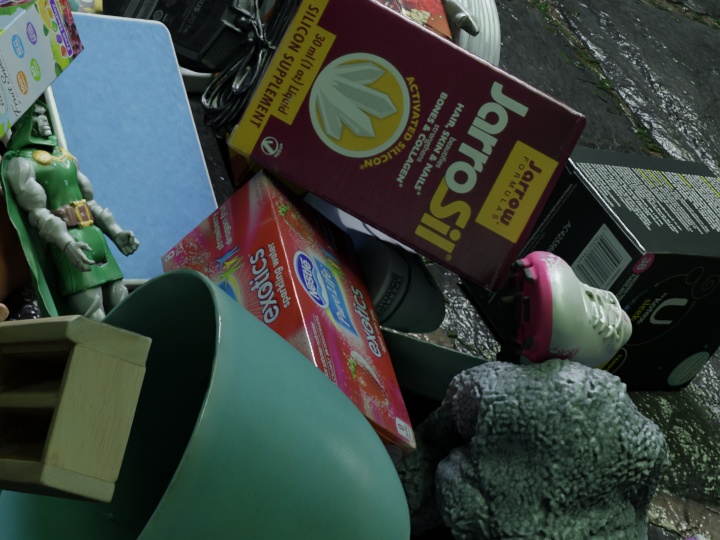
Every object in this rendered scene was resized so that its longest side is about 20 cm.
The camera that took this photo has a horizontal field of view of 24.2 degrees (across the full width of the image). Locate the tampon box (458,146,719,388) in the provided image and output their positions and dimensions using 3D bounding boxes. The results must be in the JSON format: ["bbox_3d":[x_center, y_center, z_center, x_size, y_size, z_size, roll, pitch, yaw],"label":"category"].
[{"bbox_3d":[0.213,0.001,1.354,0.198,0.150,0.127,3,42,-43],"label":"tampon box"}]

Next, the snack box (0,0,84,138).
[{"bbox_3d":[-0.280,-0.109,0.987,0.143,0.197,0.054,-70,146,-59],"label":"snack box"}]

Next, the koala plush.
[{"bbox_3d":[0.097,0.174,0.999,0.175,0.184,0.202,18,56,0],"label":"koala plush"}]

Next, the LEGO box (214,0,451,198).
[{"bbox_3d":[-0.029,-0.173,1.283,0.076,0.200,0.150,12,48,-32],"label":"LEGO box"}]

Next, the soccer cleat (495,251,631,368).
[{"bbox_3d":[0.135,0.028,1.071,0.085,0.071,0.200,0,-7,0],"label":"soccer cleat"}]

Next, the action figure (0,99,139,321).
[{"bbox_3d":[-0.167,-0.007,1.001,0.202,0.054,0.118,67,22,0],"label":"action figure"}]

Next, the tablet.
[{"bbox_3d":[-0.158,-0.084,1.157,0.129,0.014,0.202,-2,70,-48],"label":"tablet"}]

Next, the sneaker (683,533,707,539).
[{"bbox_3d":[0.248,0.256,1.107,0.099,0.075,0.201,30,31,-7],"label":"sneaker"}]

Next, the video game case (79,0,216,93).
[{"bbox_3d":[-0.219,-0.212,1.344,0.199,0.023,0.183,-3,47,-47],"label":"video game case"}]

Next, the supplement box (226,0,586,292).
[{"bbox_3d":[0.032,-0.088,1.106,0.198,0.132,0.103,28,4,6],"label":"supplement box"}]

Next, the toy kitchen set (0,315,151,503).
[{"bbox_3d":[-0.223,0.005,0.814,0.198,0.180,0.165,20,76,-31],"label":"toy kitchen set"}]

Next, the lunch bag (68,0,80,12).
[{"bbox_3d":[-0.288,-0.244,1.163,0.199,0.122,0.170,37,-7,6],"label":"lunch bag"}]

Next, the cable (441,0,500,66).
[{"bbox_3d":[0.023,-0.174,1.360,0.069,0.200,0.202,13,44,-42],"label":"cable"}]

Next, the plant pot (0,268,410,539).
[{"bbox_3d":[-0.072,0.127,0.859,0.160,0.200,0.202,34,28,-27],"label":"plant pot"}]

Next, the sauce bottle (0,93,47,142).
[{"bbox_3d":[-0.239,-0.121,1.151,0.199,0.066,0.066,27,31,-23],"label":"sauce bottle"}]

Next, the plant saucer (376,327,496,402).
[{"bbox_3d":[0.074,0.076,1.145,0.198,0.036,0.200,16,-3,1],"label":"plant saucer"}]

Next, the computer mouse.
[{"bbox_3d":[-0.119,-0.187,1.279,0.199,0.139,0.053,30,-1,38],"label":"computer mouse"}]

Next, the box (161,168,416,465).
[{"bbox_3d":[-0.049,0.048,1.053,0.095,0.099,0.201,36,25,-38],"label":"box"}]

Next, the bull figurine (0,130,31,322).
[{"bbox_3d":[-0.234,-0.023,1.006,0.123,0.064,0.200,67,20,-11],"label":"bull figurine"}]

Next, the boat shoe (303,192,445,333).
[{"bbox_3d":[0.000,0.000,1.189,0.065,0.074,0.200,28,10,-27],"label":"boat shoe"}]
